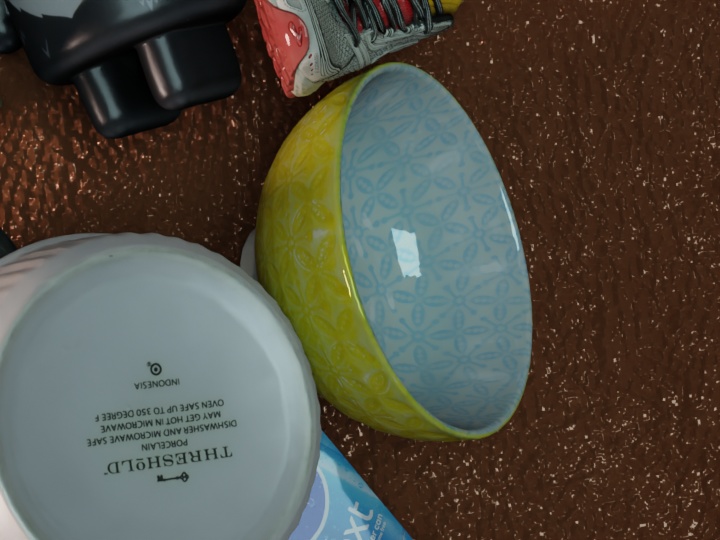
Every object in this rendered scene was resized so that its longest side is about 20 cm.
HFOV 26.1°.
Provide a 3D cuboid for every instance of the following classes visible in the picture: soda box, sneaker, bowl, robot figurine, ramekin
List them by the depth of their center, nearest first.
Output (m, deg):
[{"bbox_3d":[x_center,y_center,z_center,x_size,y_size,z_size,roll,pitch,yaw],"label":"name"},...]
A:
[{"bbox_3d":[-0.109,0.074,0.726,0.200,0.094,0.205,7,75,-26],"label":"ramekin"},{"bbox_3d":[0.004,-0.146,0.798,0.081,0.200,0.079,-10,108,24],"label":"sneaker"},{"bbox_3d":[-0.134,-0.173,0.804,0.149,0.125,0.202,-22,94,-12],"label":"robot figurine"},{"bbox_3d":[0.000,0.000,0.830,0.107,0.200,0.202,-15,93,30],"label":"bowl"},{"bbox_3d":[-0.045,0.111,0.849,0.064,0.068,0.200,-41,98,-11],"label":"soda box"}]

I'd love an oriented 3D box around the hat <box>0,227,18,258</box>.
[{"bbox_3d":[-0.247,0.056,0.786,0.199,0.081,0.202,15,54,-21],"label":"hat"}]
